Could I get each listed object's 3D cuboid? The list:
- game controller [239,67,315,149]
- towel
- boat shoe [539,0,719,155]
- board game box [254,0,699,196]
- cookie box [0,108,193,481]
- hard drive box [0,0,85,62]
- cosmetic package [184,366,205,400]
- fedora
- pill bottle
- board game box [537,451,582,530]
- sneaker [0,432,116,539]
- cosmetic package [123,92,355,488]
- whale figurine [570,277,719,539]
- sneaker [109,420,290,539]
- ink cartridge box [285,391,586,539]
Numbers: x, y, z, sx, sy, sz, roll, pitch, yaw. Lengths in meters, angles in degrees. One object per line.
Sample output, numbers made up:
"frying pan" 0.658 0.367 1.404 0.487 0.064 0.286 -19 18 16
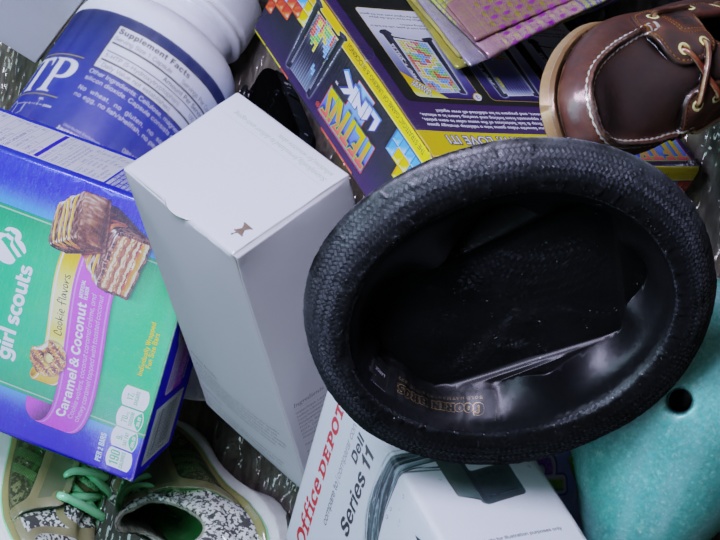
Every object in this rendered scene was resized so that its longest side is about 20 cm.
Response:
"game controller" -0.064 -0.059 1.467 0.104 0.042 0.200 -59 15 12
"towel" 0.103 -0.192 1.313 0.144 0.200 0.023 52 158 31
"boat shoe" 0.161 -0.105 1.222 0.070 0.200 0.071 -6 105 34
"board game box" 0.065 -0.094 1.303 0.057 0.200 0.165 -57 50 34
"cookie box" -0.194 0.007 1.414 0.200 0.075 0.172 20 107 10
"hard drive box" -0.193 -0.260 1.593 0.156 0.077 0.200 -48 21 28
"cosmetic package" -0.142 0.030 1.572 0.200 0.074 0.102 7 88 46
"fedora" 0.070 0.000 1.169 0.201 0.200 0.092 -54 21 24
"pill bottle" -0.150 -0.108 1.527 0.120 0.120 0.200 9 60 44
"board game box" 0.065 0.098 1.368 0.200 0.037 0.152 -21 75 40
"sneaker" -0.179 0.120 1.478 0.089 0.077 0.200 -31 52 21
"cosmetic package" -0.049 0.015 1.322 0.108 0.085 0.200 39 154 38
"whale figurine" 0.155 0.100 1.229 0.159 0.104 0.200 21 93 10
"sneaker" -0.129 0.146 1.530 0.200 0.088 0.077 26 102 43
"ink cartridge box" 0.044 0.158 1.257 0.200 0.083 0.147 59 144 42
